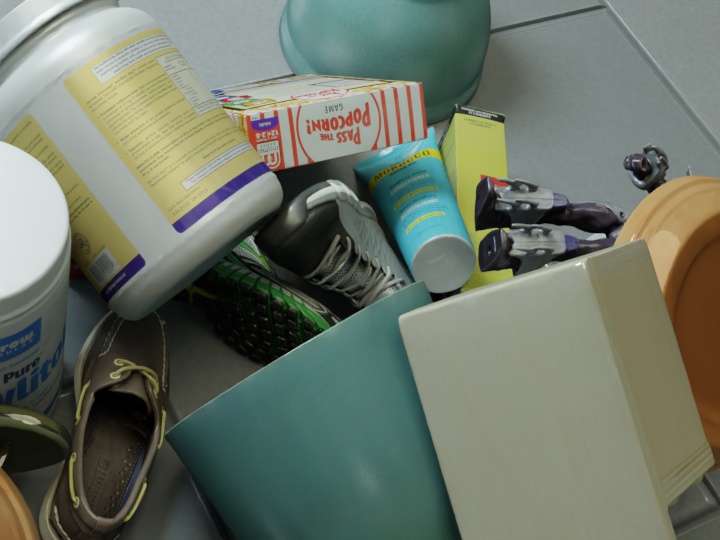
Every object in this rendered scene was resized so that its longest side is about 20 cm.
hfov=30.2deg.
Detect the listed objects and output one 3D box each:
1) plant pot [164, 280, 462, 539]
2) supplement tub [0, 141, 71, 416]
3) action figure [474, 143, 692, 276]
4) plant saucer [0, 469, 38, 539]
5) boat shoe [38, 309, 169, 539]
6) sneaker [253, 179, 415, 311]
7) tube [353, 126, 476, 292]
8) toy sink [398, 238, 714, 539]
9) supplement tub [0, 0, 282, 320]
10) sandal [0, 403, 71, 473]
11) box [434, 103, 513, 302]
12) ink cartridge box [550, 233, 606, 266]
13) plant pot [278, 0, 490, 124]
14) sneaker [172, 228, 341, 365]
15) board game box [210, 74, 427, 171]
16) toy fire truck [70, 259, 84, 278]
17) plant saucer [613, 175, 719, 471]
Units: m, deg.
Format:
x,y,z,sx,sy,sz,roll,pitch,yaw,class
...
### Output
x,y,z,sx,sy,sz,roll,pitch,yaw,class
-0.003,0.127,0.880,0.200,0.200,0.162,-28,84,-32,plant pot
-0.256,0.025,0.870,0.130,0.201,0.133,7,55,-10,supplement tub
0.181,-0.024,0.937,0.198,0.070,0.131,2,59,-11,action figure
-0.288,0.186,0.780,0.198,0.037,0.203,1,79,-4,plant saucer
-0.166,0.100,0.922,0.071,0.059,0.201,29,48,-21,boat shoe
0.000,0.000,1.002,0.116,0.075,0.200,52,14,11,sneaker
0.046,-0.055,1.079,0.077,0.051,0.201,-22,32,2,tube
0.128,0.098,0.805,0.112,0.129,0.202,-14,86,-57,toy sink
-0.163,-0.084,0.907,0.145,0.145,0.201,-39,92,-36,supplement tub
-0.281,0.136,0.853,0.199,0.080,0.058,-14,58,-5,sandal
0.092,-0.039,1.109,0.050,0.076,0.202,10,50,-10,box
0.161,0.088,0.986,0.199,0.145,0.145,-33,69,-33,ink cartridge box
0.034,-0.250,1.214,0.198,0.135,0.202,8,52,-10,plant pot
-0.089,-0.001,1.022,0.199,0.078,0.085,35,51,12,sneaker
-0.061,-0.121,1.064,0.150,0.047,0.200,-14,15,-25,board game box
-0.258,-0.103,1.007,0.200,0.142,0.049,43,54,17,toy fire truck
0.237,0.037,0.898,0.199,0.037,0.203,-1,92,-38,plant saucer
